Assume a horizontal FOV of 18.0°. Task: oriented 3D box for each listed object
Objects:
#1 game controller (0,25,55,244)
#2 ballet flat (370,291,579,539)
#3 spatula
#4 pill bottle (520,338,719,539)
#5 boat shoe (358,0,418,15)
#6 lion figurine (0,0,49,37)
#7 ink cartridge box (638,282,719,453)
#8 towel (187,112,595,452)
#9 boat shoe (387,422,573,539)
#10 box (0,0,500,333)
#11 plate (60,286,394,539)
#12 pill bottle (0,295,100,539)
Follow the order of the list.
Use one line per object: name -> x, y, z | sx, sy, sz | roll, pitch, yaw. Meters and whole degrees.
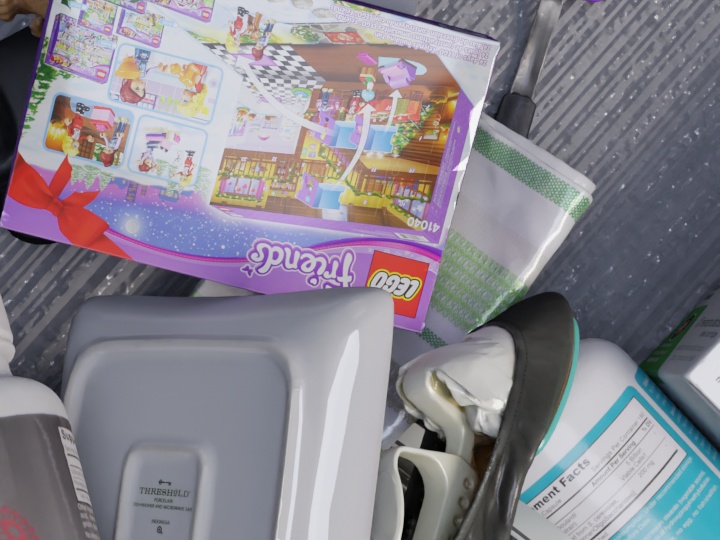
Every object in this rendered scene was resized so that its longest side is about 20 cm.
game controller -> -0.105, -0.096, 1.136 | 0.199, 0.042, 0.105 | -27, 76, -4
ballet flat -> 0.044, 0.080, 0.993 | 0.068, 0.068, 0.201 | 38, 54, -29
spatula -> 0.086, -0.103, 1.150 | 0.056, 0.021, 0.201 | 17, 89, 3
pill bottle -> 0.120, 0.111, 1.104 | 0.111, 0.111, 0.200 | -43, 91, -3
boat shoe -> 0.003, -0.168, 1.112 | 0.074, 0.065, 0.201 | 41, 55, -22
lion figurine -> -0.093, -0.148, 1.086 | 0.122, 0.072, 0.201 | 17, 84, 20
ink cartridge box -> 0.238, 0.007, 1.096 | 0.084, 0.146, 0.200 | 44, 86, 0
towel -> 0.000, 0.000, 1.096 | 0.149, 0.031, 0.200 | 36, 82, 36
boat shoe -> 0.019, 0.119, 1.069 | 0.063, 0.199, 0.071 | -28, 129, -35
box -> -0.050, -0.063, 1.024 | 0.199, 0.039, 0.138 | 15, 99, -6
plate -> -0.078, 0.105, 0.998 | 0.199, 0.032, 0.201 | -2, 78, 41
pill bottle -> -0.167, 0.112, 0.963 | 0.110, 0.111, 0.201 | -17, 76, -3
